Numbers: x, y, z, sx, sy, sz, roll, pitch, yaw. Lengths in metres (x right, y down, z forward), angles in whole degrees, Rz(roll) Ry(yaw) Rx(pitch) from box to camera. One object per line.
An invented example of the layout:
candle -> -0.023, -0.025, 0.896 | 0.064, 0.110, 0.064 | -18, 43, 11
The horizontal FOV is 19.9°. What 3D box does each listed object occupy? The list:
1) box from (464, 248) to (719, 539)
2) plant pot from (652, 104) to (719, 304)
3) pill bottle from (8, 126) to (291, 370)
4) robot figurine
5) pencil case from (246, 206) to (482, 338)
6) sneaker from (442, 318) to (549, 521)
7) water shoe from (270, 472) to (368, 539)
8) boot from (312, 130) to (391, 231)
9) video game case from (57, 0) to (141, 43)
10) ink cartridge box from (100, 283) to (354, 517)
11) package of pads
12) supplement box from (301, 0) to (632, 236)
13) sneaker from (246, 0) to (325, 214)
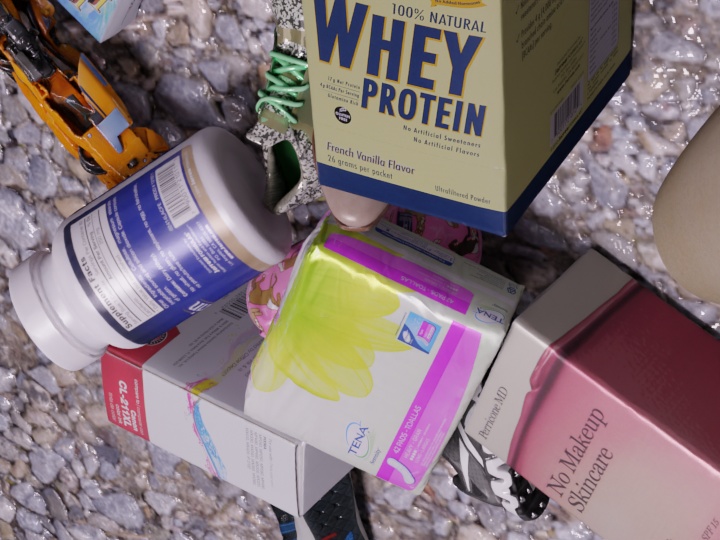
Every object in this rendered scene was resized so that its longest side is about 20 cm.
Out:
box -> 0.192, 0.106, 1.417 | 0.199, 0.109, 0.128 | 36, 137, 16
plant pot -> 0.265, -0.046, 1.217 | 0.188, 0.187, 0.200 | 57, 152, -5
pill bottle -> -0.161, -0.012, 1.548 | 0.199, 0.116, 0.116 | -31, 97, 17
robot figurine -> -0.236, -0.147, 1.626 | 0.200, 0.058, 0.145 | 50, 169, 0
pencil case -> 0.000, 0.000, 1.529 | 0.199, 0.086, 0.083 | -24, 90, 47
sneaker -> 0.081, 0.097, 1.541 | 0.090, 0.066, 0.201 | 5, 123, 36
water shoe -> -0.037, 0.214, 1.741 | 0.079, 0.071, 0.201 | 48, 149, 48
boot -> 0.004, -0.148, 1.363 | 0.070, 0.201, 0.147 | 3, 148, 0
video game case -> -0.229, -0.298, 1.543 | 0.200, 0.045, 0.181 | 44, 145, 6
ink cartridge box -> -0.084, 0.091, 1.623 | 0.199, 0.146, 0.083 | 24, 133, 28
package of pads -> 0.009, 0.057, 1.449 | 0.154, 0.068, 0.201 | 25, 135, 2
supplement box -> 0.070, -0.169, 1.249 | 0.133, 0.200, 0.201 | 16, 133, 24
sneaker -> -0.045, -0.124, 1.485 | 0.076, 0.089, 0.201 | 17, 128, 32
